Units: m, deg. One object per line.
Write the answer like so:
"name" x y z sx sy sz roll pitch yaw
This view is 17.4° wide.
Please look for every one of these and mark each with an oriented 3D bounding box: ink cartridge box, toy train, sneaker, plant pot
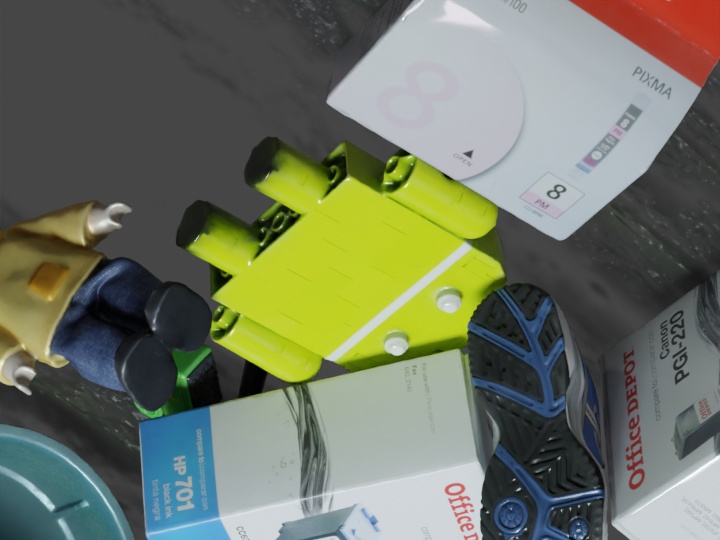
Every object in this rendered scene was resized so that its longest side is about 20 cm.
"ink cartridge box" -0.015 0.136 1.404 0.200 0.086 0.147 -12 142 9
"ink cartridge box" 0.103 -0.118 1.220 0.162 0.057 0.200 30 136 -20
"ink cartridge box" 0.231 0.062 1.292 0.085 0.146 0.200 36 122 -24
"toy train" -0.102 0.114 1.475 0.056 0.042 0.200 21 142 28
"sneaker" 0.110 0.109 1.318 0.076 0.200 0.077 -9 161 23
"plant pot" -0.274 0.214 1.499 0.200 0.200 0.196 36 147 -25

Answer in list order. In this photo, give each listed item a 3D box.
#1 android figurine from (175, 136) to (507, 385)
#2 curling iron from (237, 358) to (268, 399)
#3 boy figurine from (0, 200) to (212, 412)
"android figurine" 0.000 0.000 1.338 0.200 0.041 0.182 32 125 -31
"curling iron" -0.047 0.035 1.412 0.050 0.026 0.200 -6 132 -15
"boy figurine" -0.178 0.007 1.344 0.200 0.124 0.064 24 164 31
